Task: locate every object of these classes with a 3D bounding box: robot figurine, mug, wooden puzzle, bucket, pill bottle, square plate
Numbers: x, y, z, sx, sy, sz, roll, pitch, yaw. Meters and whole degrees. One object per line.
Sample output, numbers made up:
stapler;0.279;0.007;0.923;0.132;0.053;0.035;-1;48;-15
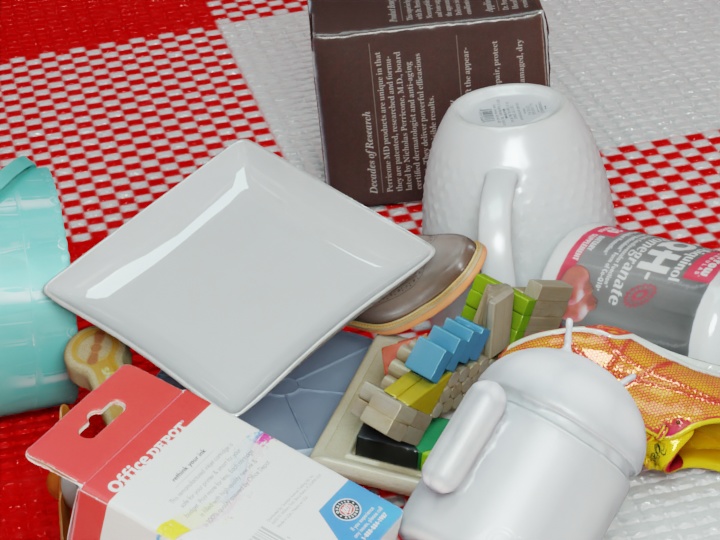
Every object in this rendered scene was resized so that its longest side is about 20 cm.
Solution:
robot figurine;0.099;0.131;1.476;0.113;0.170;0.200;21;76;40
mug;0.113;-0.032;1.806;0.147;0.176;0.200;-1;25;11
wooden puzzle;0.076;0.101;1.656;0.185;0.037;0.200;13;28;12
bucket;-0.283;0.017;1.780;0.134;0.208;0.207;-7;24;-13
pill bottle;0.230;0.038;1.707;0.200;0.111;0.111;15;32;38
square plate;-0.083;0.006;1.690;0.198;0.028;0.200;31;57;33

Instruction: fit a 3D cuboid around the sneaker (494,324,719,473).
sneaker;0.183;0.089;1.610;0.200;0.073;0.077;13;45;7

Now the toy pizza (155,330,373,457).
toy pizza;-0.055;0.096;1.742;0.200;0.032;0.200;-2;25;1

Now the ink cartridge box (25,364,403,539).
ink cartridge box;-0.091;0.148;1.448;0.200;0.067;0.116;28;39;17

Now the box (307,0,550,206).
box;0.061;-0.166;2.118;0.200;0.165;0.166;-6;26;1

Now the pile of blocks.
pile of blocks;0.059;0.046;1.638;0.062;0.082;0.200;27;38;31

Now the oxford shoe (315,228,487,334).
oxford shoe;0.000;0.000;1.741;0.200;0.073;0.071;-13;39;39

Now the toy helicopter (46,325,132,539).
toy helicopter;-0.161;0.112;1.642;0.132;0.079;0.200;-25;46;-8
